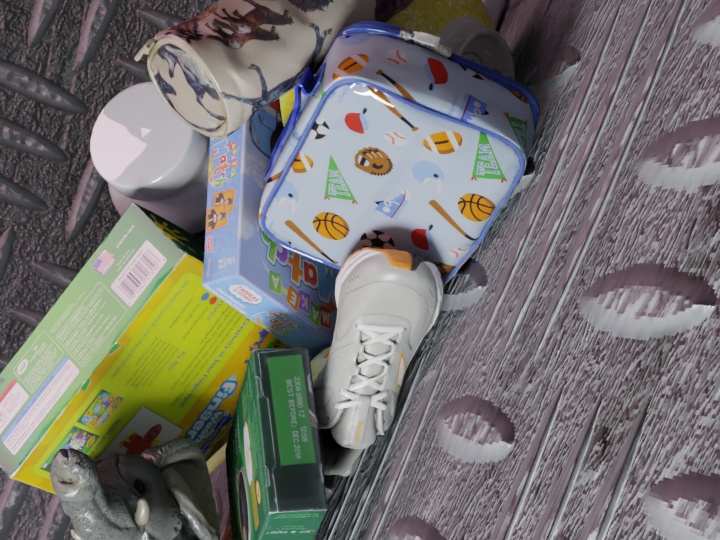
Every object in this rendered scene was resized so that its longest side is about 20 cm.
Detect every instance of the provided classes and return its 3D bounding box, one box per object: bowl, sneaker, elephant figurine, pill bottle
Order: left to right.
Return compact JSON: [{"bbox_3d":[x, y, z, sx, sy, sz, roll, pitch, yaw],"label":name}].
[{"bbox_3d":[-0.148,0.178,1.640,0.141,0.200,0.155,-31,17,-30],"label":"elephant figurine"},{"bbox_3d":[-0.117,-0.061,1.771,0.200,0.112,0.112,45,-116,-59],"label":"pill bottle"},{"bbox_3d":[0.007,0.069,1.633,0.200,0.076,0.092,109,169,-49],"label":"sneaker"},{"bbox_3d":[0.044,-0.137,1.712,0.108,0.200,0.200,10,71,37],"label":"bowl"}]

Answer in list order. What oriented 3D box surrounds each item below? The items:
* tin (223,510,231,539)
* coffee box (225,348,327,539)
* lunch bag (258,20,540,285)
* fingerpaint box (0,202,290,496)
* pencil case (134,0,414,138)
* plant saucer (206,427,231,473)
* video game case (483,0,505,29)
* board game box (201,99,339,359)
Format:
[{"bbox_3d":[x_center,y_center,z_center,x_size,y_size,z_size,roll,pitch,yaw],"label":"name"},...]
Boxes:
[{"bbox_3d":[-0.073,0.186,1.902,0.200,0.042,0.112,-87,18,-70],"label":"tin"},{"bbox_3d":[-0.061,0.145,1.681,0.200,0.044,0.123,109,156,-63],"label":"coffee box"},{"bbox_3d":[0.020,-0.076,1.596,0.200,0.160,0.076,121,168,-49],"label":"lunch bag"},{"bbox_3d":[-0.156,0.071,1.713,0.200,0.167,0.073,-52,53,7],"label":"fingerpaint box"},{"bbox_3d":[-0.050,-0.170,1.593,0.200,0.089,0.078,-38,-12,-23],"label":"pencil case"},{"bbox_3d":[-0.103,0.109,1.881,0.200,0.048,0.200,-43,-3,8],"label":"plant saucer"},{"bbox_3d":[0.074,-0.164,1.983,0.182,0.022,0.200,133,158,-67],"label":"video game case"},{"bbox_3d":[-0.054,-0.051,1.712,0.037,0.151,0.200,-14,59,28],"label":"board game box"}]
